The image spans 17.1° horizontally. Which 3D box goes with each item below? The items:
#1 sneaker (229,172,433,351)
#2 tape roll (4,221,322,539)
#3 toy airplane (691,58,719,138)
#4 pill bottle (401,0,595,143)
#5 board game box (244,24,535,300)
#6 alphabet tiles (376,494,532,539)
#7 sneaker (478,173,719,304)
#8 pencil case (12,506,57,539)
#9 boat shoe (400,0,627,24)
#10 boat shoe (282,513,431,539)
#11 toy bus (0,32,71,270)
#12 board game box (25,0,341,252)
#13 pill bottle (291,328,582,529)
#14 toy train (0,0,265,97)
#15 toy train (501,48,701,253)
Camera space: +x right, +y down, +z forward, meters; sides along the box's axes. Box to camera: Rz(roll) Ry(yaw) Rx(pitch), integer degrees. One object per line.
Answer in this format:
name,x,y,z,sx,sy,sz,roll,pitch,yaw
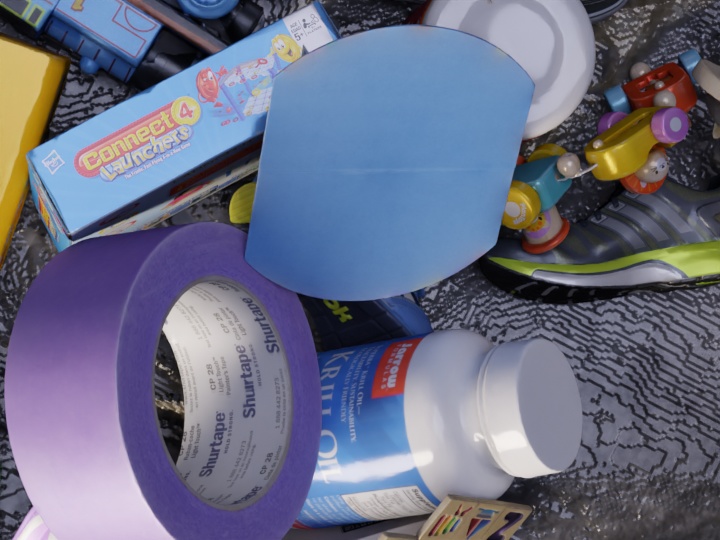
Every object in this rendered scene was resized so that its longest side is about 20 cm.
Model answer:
sneaker,0.000,0.000,1.559,0.200,0.074,0.082,55,42,-24
tape roll,-0.112,0.075,1.412,0.085,0.200,0.201,-8,88,34
toy airplane,0.319,-0.080,1.578,0.200,0.141,0.199,52,39,6
pill bottle,0.074,-0.127,1.520,0.109,0.200,0.110,0,87,-9
board game box,0.012,-0.071,1.411,0.157,0.039,0.200,-2,131,-16
alphabet tiles,0.020,0.216,1.480,0.006,0.166,0.200,47,108,30
sneaker,0.172,-0.024,1.602,0.199,0.074,0.081,-5,81,-16
pencil case,-0.125,0.204,1.490,0.200,0.086,0.084,37,55,6
boat shoe,0.088,-0.201,1.596,0.199,0.057,0.069,4,83,-8
boat shoe,-0.006,0.209,1.560,0.199,0.075,0.093,-14,108,3
toy bus,-0.244,-0.050,1.517,0.065,0.078,0.201,19,95,-6
board game box,-0.107,-0.080,1.491,0.200,0.196,0.056,-29,88,-9
pill bottle,0.033,0.096,1.499,0.199,0.112,0.113,-12,89,32
toy train,-0.162,-0.185,1.549,0.200,0.087,0.114,32,92,-8
toy train,0.151,-0.072,1.570,0.199,0.150,0.056,-27,105,-1
